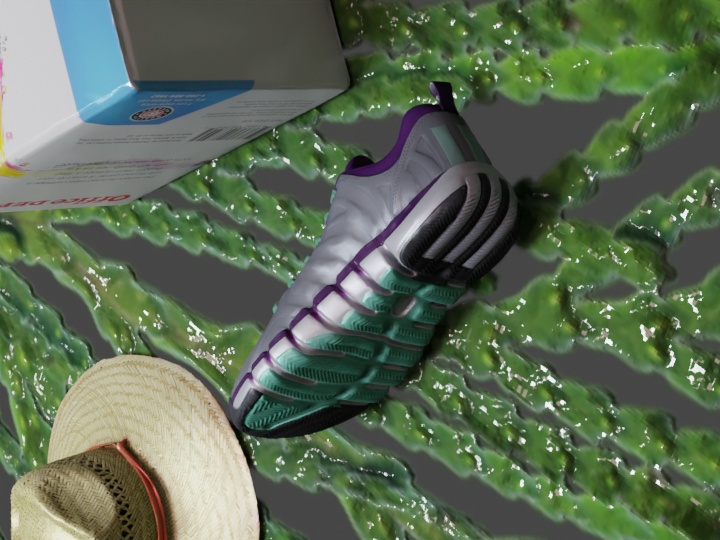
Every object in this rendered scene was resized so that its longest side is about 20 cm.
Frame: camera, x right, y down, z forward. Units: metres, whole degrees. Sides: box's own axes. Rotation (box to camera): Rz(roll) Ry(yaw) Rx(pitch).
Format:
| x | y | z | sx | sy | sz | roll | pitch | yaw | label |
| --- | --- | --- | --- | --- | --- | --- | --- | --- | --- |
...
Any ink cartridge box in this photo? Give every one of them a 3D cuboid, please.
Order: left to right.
| x | y | z | sx | sy | sz | roll | pitch | yaw | label |
| --- | --- | --- | --- | --- | --- | --- | --- | --- | --- |
| -0.136 | -0.128 | 0.987 | 0.199 | 0.146 | 0.147 | -23 | 78 | 43 | ink cartridge box |

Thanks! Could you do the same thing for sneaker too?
| x | y | z | sx | sy | sz | roll | pitch | yaw | label |
| --- | --- | --- | --- | --- | --- | --- | --- | --- | --- |
| 0.000 | 0.000 | 0.928 | 0.200 | 0.074 | 0.088 | -45 | 46 | 30 | sneaker |

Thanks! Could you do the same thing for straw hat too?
| x | y | z | sx | sy | sz | roll | pitch | yaw | label |
| --- | --- | --- | --- | --- | --- | --- | --- | --- | --- |
| -0.153 | 0.145 | 1.071 | 0.200 | 0.085 | 0.203 | 5 | 96 | 45 | straw hat |
